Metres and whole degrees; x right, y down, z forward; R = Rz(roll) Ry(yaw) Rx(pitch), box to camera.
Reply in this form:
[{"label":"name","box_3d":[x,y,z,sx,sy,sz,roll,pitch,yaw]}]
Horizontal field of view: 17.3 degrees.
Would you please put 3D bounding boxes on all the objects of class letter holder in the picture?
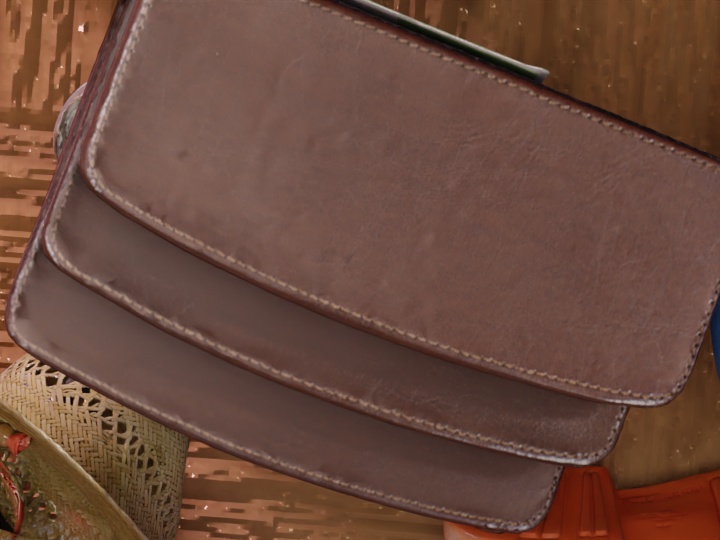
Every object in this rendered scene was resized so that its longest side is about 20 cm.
[{"label":"letter holder","box_3d":[0.000,0.000,0.749,0.199,0.101,0.143,21,88,-11]}]

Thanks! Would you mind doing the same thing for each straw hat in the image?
[{"label":"straw hat","box_3d":[-0.103,0.075,0.831,0.201,0.201,0.085,42,54,-1]}]

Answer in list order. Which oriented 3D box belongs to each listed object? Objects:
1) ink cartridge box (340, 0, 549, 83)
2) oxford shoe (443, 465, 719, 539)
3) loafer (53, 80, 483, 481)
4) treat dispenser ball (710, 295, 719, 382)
[{"label":"ink cartridge box","box_3d":[-0.029,-0.113,0.782,0.199,0.146,0.048,19,91,1]},{"label":"oxford shoe","box_3d":[0.128,0.115,0.845,0.198,0.071,0.073,4,116,7]},{"label":"loafer","box_3d":[-0.028,0.001,0.835,0.200,0.063,0.072,40,97,-2]},{"label":"treat dispenser ball","box_3d":[0.212,0.011,0.754,0.199,0.201,0.203,0,96,3]}]
